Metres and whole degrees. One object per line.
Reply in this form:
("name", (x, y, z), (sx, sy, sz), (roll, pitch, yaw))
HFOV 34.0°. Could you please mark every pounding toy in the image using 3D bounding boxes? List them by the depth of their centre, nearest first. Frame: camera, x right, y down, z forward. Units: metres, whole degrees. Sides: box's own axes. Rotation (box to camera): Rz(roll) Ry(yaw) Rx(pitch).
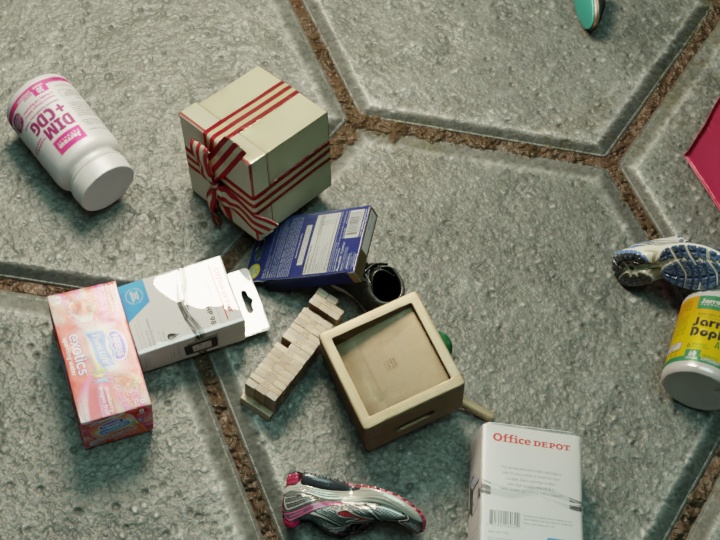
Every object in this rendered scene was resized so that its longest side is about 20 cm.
("pounding toy", (0.070, 0.155, 1.692), (0.199, 0.142, 0.185), (-24, 66, -9))

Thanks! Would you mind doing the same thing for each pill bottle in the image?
("pill bottle", (0.535, 0.100, 1.795), (0.112, 0.113, 0.201), (23, 60, 4))
("pill bottle", (-0.441, -0.194, 1.800), (0.113, 0.114, 0.200), (-34, 71, -24))

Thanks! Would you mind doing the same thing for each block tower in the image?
("block tower", (-0.096, 0.120, 1.714), (0.054, 0.058, 0.200), (31, 62, 10))

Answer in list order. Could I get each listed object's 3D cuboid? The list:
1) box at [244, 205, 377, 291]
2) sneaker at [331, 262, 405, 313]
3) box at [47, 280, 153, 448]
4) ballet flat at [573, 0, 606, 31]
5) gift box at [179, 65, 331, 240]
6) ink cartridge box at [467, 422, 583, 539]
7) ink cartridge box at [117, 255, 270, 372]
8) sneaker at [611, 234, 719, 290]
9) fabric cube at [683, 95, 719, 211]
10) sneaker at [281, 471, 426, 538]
("box", (-0.076, -0.032, 1.777), (0.198, 0.032, 0.122), (-5, 55, 29))
("sneaker", (0.000, 0.000, 1.772), (0.071, 0.099, 0.200), (-37, 71, -24))
("box", (-0.362, 0.130, 1.641), (0.102, 0.095, 0.201), (-13, 64, -17))
("ballet flat", (0.415, -0.524, 2.157), (0.068, 0.068, 0.201), (-6, 62, -22))
("gift box", (-0.155, -0.172, 1.777), (0.186, 0.185, 0.199), (-37, 53, -26))
("ink cartridge box", (0.227, 0.326, 1.632), (0.145, 0.086, 0.202), (8, 59, -5))
("ink cartridge box", (-0.240, 0.056, 1.712), (0.198, 0.067, 0.116), (-18, 65, -13))
("sneaker", (0.493, -0.023, 1.835), (0.199, 0.078, 0.085), (5, 29, 44))
("fabric cube", (0.692, -0.194, 1.939), (0.198, 0.200, 0.197), (-19, 66, -17))
("sneaker", (-0.009, 0.329, 1.603), (0.198, 0.081, 0.075), (10, 74, 5))
